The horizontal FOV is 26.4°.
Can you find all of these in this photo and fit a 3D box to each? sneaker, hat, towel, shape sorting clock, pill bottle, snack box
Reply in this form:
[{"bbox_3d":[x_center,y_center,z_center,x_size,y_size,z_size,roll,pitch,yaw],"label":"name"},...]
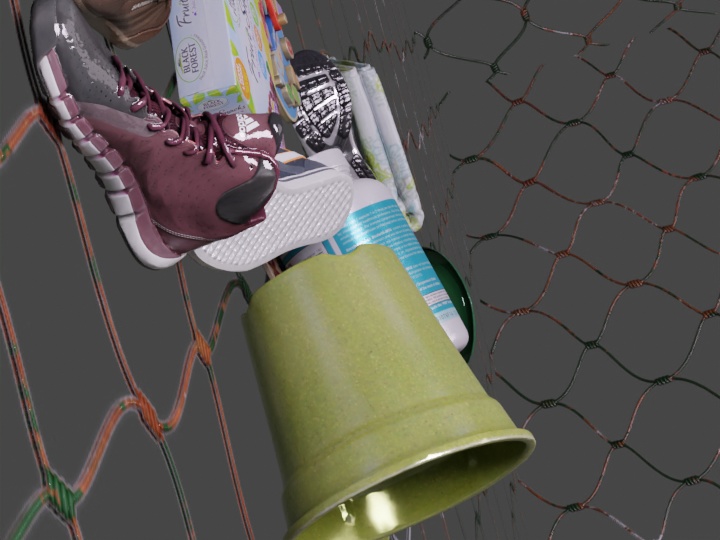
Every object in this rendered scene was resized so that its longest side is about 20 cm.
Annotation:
[{"bbox_3d":[-0.141,-0.190,1.004,0.200,0.075,0.071,-39,113,-80],"label":"sneaker"},{"bbox_3d":[0.027,0.068,1.842,0.200,0.176,0.166,-25,-99,60],"label":"hat"},{"bbox_3d":[-0.089,-0.049,1.132,0.200,0.079,0.079,-10,120,-60],"label":"sneaker"},{"bbox_3d":[-0.038,-0.141,1.667,0.081,0.074,0.201,-154,-134,-76],"label":"sneaker"},{"bbox_3d":[-0.001,-0.146,1.742,0.200,0.048,0.171,70,-14,-17],"label":"towel"},{"bbox_3d":[-0.093,-0.245,1.532,0.200,0.039,0.201,-15,90,-80],"label":"shape sorting clock"},{"bbox_3d":[-0.109,-0.093,0.905,0.076,0.115,0.200,-97,168,-45],"label":"sneaker"},{"bbox_3d":[0.000,0.000,1.294,0.200,0.111,0.111,62,7,8],"label":"pill bottle"},{"bbox_3d":[-0.114,-0.192,1.261,0.142,0.053,0.201,56,20,-61],"label":"snack box"}]

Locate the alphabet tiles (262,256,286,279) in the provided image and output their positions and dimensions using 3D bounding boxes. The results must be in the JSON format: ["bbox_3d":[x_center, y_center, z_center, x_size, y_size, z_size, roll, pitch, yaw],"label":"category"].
[{"bbox_3d":[-0.043,0.027,1.349,0.167,0.006,0.200,61,9,4],"label":"alphabet tiles"}]

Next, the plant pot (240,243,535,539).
[{"bbox_3d":[0.002,0.089,1.148,0.185,0.200,0.200,66,5,20],"label":"plant pot"}]

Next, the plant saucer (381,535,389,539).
[{"bbox_3d":[-0.018,0.157,1.346,0.200,0.031,0.201,-16,90,-81],"label":"plant saucer"}]
